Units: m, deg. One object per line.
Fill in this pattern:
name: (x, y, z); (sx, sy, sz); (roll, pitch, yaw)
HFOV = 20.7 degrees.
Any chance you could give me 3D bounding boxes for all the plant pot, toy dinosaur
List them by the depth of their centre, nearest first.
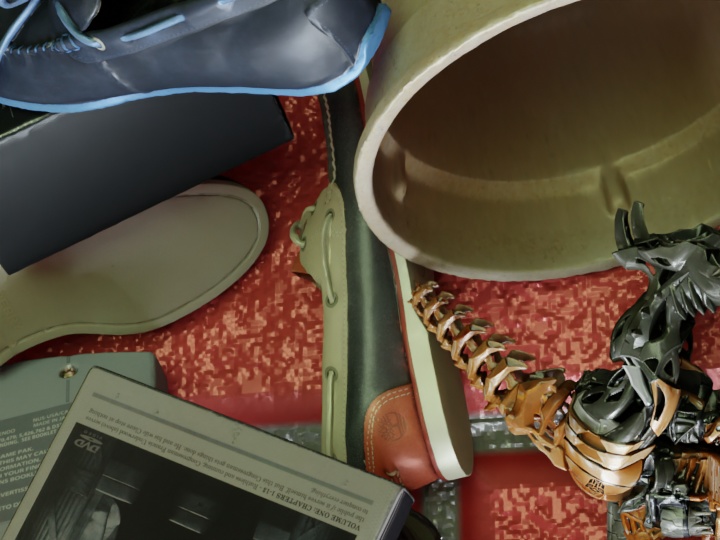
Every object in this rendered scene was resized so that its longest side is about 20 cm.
toy dinosaur: (0.117, 0.051, 0.787); (0.199, 0.102, 0.136); (20, 102, -11)
plant pot: (0.078, -0.126, 0.815); (0.200, 0.201, 0.184); (-20, 59, 11)

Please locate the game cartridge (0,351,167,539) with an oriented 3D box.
game cartridge: (-0.179, 0.100, 0.863); (0.199, 0.041, 0.134); (-14, 41, 4)

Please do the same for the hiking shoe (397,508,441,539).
hiking shoe: (0.002, 0.187, 0.783); (0.075, 0.101, 0.201); (-22, 67, 22)

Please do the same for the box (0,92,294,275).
box: (-0.129, -0.114, 0.879); (0.141, 0.079, 0.200); (-27, 47, 3)

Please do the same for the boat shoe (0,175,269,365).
boat shoe: (-0.141, -0.003, 0.900); (0.199, 0.073, 0.063); (-22, 31, -4)

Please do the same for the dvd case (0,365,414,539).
dvd case: (-0.086, 0.150, 0.754); (0.150, 0.025, 0.201); (18, 72, 25)

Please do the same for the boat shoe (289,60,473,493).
boat shoe: (0.000, 0.000, 0.859); (0.062, 0.071, 0.201); (-14, 76, 16)

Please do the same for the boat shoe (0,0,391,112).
boat shoe: (-0.084, -0.111, 0.759); (0.199, 0.069, 0.084); (-4, 52, 25)
